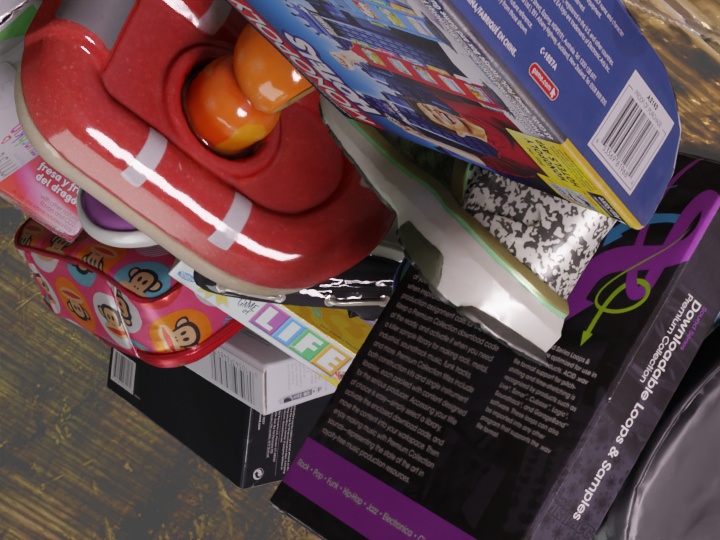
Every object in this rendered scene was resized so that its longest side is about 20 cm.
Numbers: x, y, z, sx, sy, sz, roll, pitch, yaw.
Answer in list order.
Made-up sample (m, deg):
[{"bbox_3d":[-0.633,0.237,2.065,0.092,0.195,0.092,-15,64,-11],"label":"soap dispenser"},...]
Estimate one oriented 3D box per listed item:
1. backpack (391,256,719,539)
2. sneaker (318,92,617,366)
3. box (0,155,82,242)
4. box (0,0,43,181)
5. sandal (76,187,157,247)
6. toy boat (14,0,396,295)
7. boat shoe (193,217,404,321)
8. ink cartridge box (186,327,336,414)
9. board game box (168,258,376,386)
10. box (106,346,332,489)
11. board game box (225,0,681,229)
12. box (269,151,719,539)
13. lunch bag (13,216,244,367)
[{"bbox_3d":[0.104,0.041,0.718,0.154,0.163,0.200,46,174,-26],"label":"backpack"},{"bbox_3d":[0.050,-0.048,0.619,0.077,0.089,0.200,39,-167,-37],"label":"sneaker"},{"bbox_3d":[-0.240,-0.112,1.017,0.199,0.096,0.100,35,173,-8],"label":"box"},{"bbox_3d":[-0.241,-0.154,0.852,0.177,0.097,0.200,51,174,7],"label":"box"},{"bbox_3d":[-0.123,-0.077,0.905,0.203,0.082,0.050,-93,-10,-60],"label":"sandal"},{"bbox_3d":[-0.055,-0.082,0.757,0.200,0.131,0.130,36,142,-24],"label":"toy boat"},{"bbox_3d":[0.000,0.000,0.926,0.198,0.061,0.074,10,-160,-21],"label":"boat shoe"},{"bbox_3d":[-0.046,0.033,1.165,0.199,0.041,0.199,-15,-155,-35],"label":"ink cartridge box"},{"bbox_3d":[-0.014,0.004,1.008,0.199,0.135,0.034,34,132,-16],"label":"board game box"},{"bbox_3d":[-0.084,0.083,1.215,0.140,0.080,0.199,-4,-159,-39],"label":"box"},{"bbox_3d":[-0.011,-0.112,0.509,0.199,0.062,0.200,27,171,43],"label":"board game box"},{"bbox_3d":[0.061,0.037,0.630,0.036,0.201,0.143,34,173,-36],"label":"box"},{"bbox_3d":[-0.129,-0.025,1.118,0.199,0.176,0.082,21,141,47],"label":"lunch bag"}]
